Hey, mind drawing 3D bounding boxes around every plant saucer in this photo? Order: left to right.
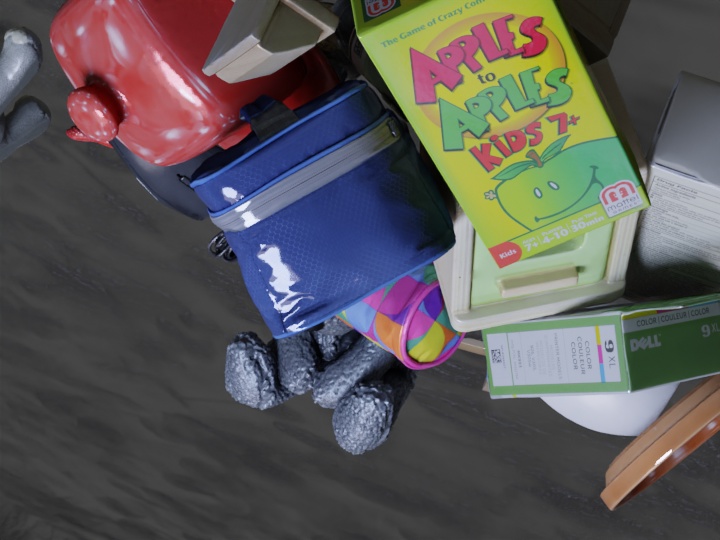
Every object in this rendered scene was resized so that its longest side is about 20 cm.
[{"bbox_3d":[0.277,0.125,1.259,0.032,0.200,0.201,50,162,16],"label":"plant saucer"}]

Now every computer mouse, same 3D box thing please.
[{"bbox_3d":[-0.114,-0.091,1.258,0.140,0.046,0.200,-31,126,12],"label":"computer mouse"}]

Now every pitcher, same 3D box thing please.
[{"bbox_3d":[0.176,0.055,1.304,0.199,0.122,0.172,32,177,8],"label":"pitcher"}]

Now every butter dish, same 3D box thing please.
[{"bbox_3d":[-0.147,-0.148,1.077,0.200,0.148,0.199,51,151,-13],"label":"butter dish"}]

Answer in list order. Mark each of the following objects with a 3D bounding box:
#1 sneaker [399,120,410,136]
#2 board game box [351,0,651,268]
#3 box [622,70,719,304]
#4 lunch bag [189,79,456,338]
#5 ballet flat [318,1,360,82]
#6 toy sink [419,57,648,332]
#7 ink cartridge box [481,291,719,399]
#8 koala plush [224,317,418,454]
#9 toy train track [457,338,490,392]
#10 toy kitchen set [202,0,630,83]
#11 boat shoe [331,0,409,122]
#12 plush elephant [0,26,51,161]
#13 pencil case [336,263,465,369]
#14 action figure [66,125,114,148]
[{"bbox_3d":[-0.017,-0.074,1.152,0.088,0.075,0.200,-4,-178,-17],"label":"sneaker"},{"bbox_3d":[0.083,-0.096,0.861,0.101,0.048,0.200,-23,133,14],"label":"board game box"},{"bbox_3d":[0.235,-0.044,1.059,0.094,0.078,0.200,21,157,7],"label":"box"},{"bbox_3d":[-0.030,-0.054,0.978,0.133,0.135,0.200,62,178,-9],"label":"lunch bag"},{"bbox_3d":[-0.040,-0.141,1.141,0.066,0.057,0.200,28,155,-6],"label":"ballet flat"},{"bbox_3d":[0.114,-0.036,1.057,0.130,0.113,0.200,-10,147,-6],"label":"toy sink"},{"bbox_3d":[0.190,0.054,1.073,0.103,0.060,0.200,-7,178,-37],"label":"ink cartridge box"},{"bbox_3d":[-0.020,0.023,1.388,0.177,0.184,0.201,19,136,22],"label":"koala plush"},{"bbox_3d":[0.145,0.083,1.482,0.114,0.033,0.200,15,162,2],"label":"toy train track"},{"bbox_3d":[0.025,-0.151,0.925,0.180,0.164,0.200,33,156,-21],"label":"toy kitchen set"},{"bbox_3d":[0.054,-0.133,1.073,0.200,0.071,0.064,37,-173,-46],"label":"boat shoe"},{"bbox_3d":[-0.392,-0.152,1.347,0.155,0.200,0.165,40,166,8],"label":"plush elephant"},{"bbox_3d":[0.000,0.000,1.210,0.200,0.088,0.088,35,168,38],"label":"pencil case"},{"bbox_3d":[-0.223,-0.151,1.276,0.098,0.066,0.200,-5,147,16],"label":"action figure"}]
